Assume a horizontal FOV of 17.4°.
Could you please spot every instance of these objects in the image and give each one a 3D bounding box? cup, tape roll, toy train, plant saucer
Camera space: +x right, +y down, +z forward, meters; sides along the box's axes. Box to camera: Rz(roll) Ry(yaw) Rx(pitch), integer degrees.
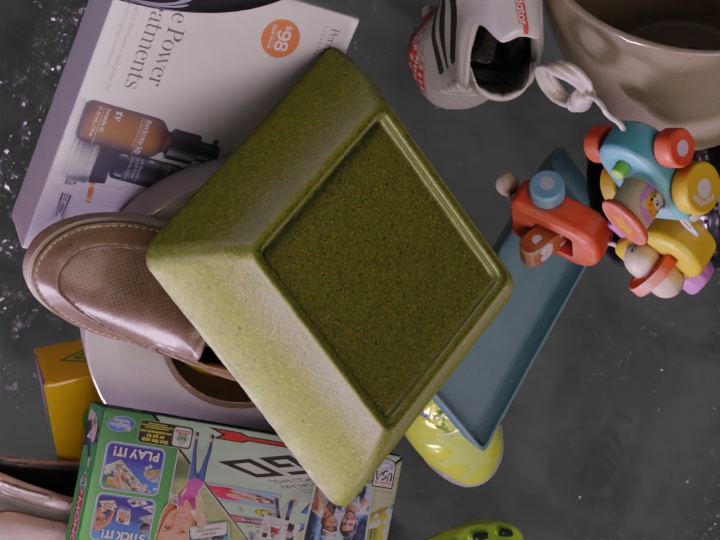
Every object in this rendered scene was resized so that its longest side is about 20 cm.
[{"bbox_3d":[0.199,-0.156,1.416,0.200,0.201,0.143,-14,143,-8],"label":"cup"},{"bbox_3d":[-0.073,0.029,1.443,0.202,0.037,0.203,-5,114,-12],"label":"tape roll"},{"bbox_3d":[0.137,-0.036,1.386,0.056,0.150,0.200,-56,164,-21],"label":"toy train"},{"bbox_3d":[0.000,0.000,1.368,0.200,0.048,0.200,53,55,-20],"label":"plant saucer"},{"bbox_3d":[0.098,0.016,1.491,0.070,0.019,0.200,50,57,-30],"label":"plant saucer"}]

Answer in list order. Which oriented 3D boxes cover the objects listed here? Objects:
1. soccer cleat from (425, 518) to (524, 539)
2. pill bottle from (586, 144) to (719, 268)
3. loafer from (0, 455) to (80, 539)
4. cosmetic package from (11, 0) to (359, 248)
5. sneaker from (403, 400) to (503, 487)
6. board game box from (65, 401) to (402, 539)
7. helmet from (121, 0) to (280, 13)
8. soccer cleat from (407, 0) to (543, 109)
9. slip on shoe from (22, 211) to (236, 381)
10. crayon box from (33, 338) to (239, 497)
[{"bbox_3d":[0.022,0.217,1.615,0.200,0.084,0.065,-24,110,-26],"label":"soccer cleat"},{"bbox_3d":[0.252,-0.063,1.505,0.199,0.112,0.112,-11,119,-9],"label":"pill bottle"},{"bbox_3d":[-0.144,0.144,1.463,0.199,0.072,0.063,-2,109,-10],"label":"loafer"},{"bbox_3d":[-0.108,-0.092,1.428,0.150,0.052,0.200,13,112,-24],"label":"cosmetic package"},{"bbox_3d":[0.052,0.064,1.535,0.075,0.076,0.200,-20,119,-5],"label":"sneaker"},{"bbox_3d":[-0.080,0.162,1.436,0.200,0.029,0.135,11,89,-23],"label":"board game box"},{"bbox_3d":[-0.071,-0.236,1.282,0.190,0.200,0.200,-15,122,-35],"label":"helmet"},{"bbox_3d":[0.072,-0.129,1.392,0.068,0.085,0.200,-8,159,-11],"label":"soccer cleat"},{"bbox_3d":[-0.100,0.025,1.379,0.200,0.061,0.076,23,106,-22],"label":"slip on shoe"},{"bbox_3d":[-0.111,0.130,1.535,0.172,0.058,0.200,-11,118,-8],"label":"crayon box"}]
